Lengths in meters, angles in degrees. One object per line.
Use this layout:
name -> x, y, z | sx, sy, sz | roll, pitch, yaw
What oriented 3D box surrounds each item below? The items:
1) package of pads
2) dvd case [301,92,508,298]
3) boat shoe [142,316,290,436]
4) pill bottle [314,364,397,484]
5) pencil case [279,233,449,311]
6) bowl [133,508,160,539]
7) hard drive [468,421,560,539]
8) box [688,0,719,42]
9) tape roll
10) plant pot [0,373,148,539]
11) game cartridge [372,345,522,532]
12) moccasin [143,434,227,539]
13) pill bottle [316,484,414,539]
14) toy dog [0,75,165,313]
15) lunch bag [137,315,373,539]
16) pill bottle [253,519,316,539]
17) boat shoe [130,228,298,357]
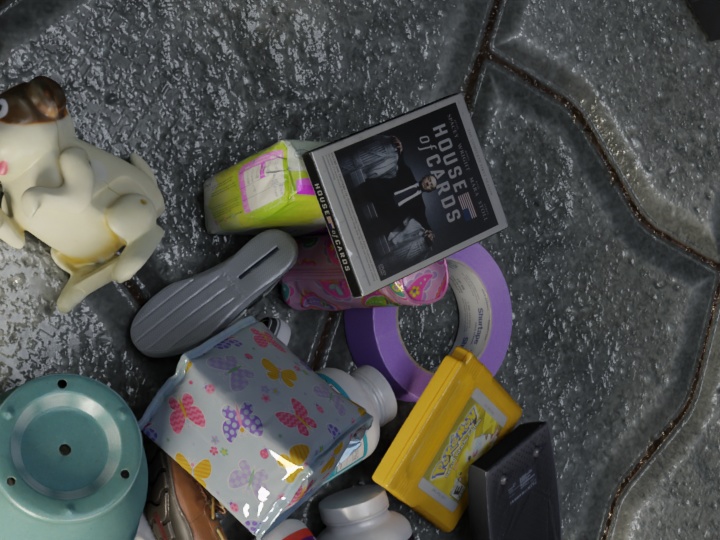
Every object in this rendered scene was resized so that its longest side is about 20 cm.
package of pads -> -0.063, -0.081, 1.400 | 0.154, 0.200, 0.069 | 0, 81, -31
dvd case -> 0.049, -0.078, 1.336 | 0.199, 0.025, 0.151 | -25, 99, -31
boat shoe -> -0.156, 0.114, 1.413 | 0.200, 0.070, 0.066 | -47, 113, -17
pill bottle -> -0.056, 0.177, 1.443 | 0.199, 0.111, 0.111 | -28, 102, -31
pencil case -> 0.000, 0.000, 1.435 | 0.087, 0.199, 0.088 | 2, 87, -46
bowl -> -0.245, 0.347, 1.336 | 0.200, 0.075, 0.200 | -41, 108, -26
hard drive -> 0.183, 0.288, 1.584 | 0.135, 0.042, 0.201 | -31, 123, -39
box -> 0.531, -0.460, 1.845 | 0.200, 0.124, 0.197 | -45, 109, -27
tape roll -> 0.081, 0.055, 1.565 | 0.199, 0.066, 0.201 | 3, 85, -32
plant pot -> -0.282, 0.185, 1.216 | 0.199, 0.188, 0.201 | 9, 62, -17
game cartridge -> 0.104, 0.195, 1.517 | 0.177, 0.032, 0.200 | -58, 149, -9
moccasin -> -0.163, 0.243, 1.332 | 0.077, 0.074, 0.202 | -13, 71, -39
pill bottle -> 0.015, 0.345, 1.478 | 0.112, 0.112, 0.201 | -17, 97, -32
toy dog -> -0.285, -0.093, 1.300 | 0.200, 0.139, 0.194 | 48, 51, -21
lunch bag -> -0.092, 0.145, 1.306 | 0.169, 0.127, 0.200 | 40, 26, 8
pill bottle -> -0.050, 0.365, 1.378 | 0.112, 0.113, 0.200 | -31, 71, -30
boat shoe -> -0.148, 0.032, 1.414 | 0.199, 0.071, 0.072 | -31, 76, -7
